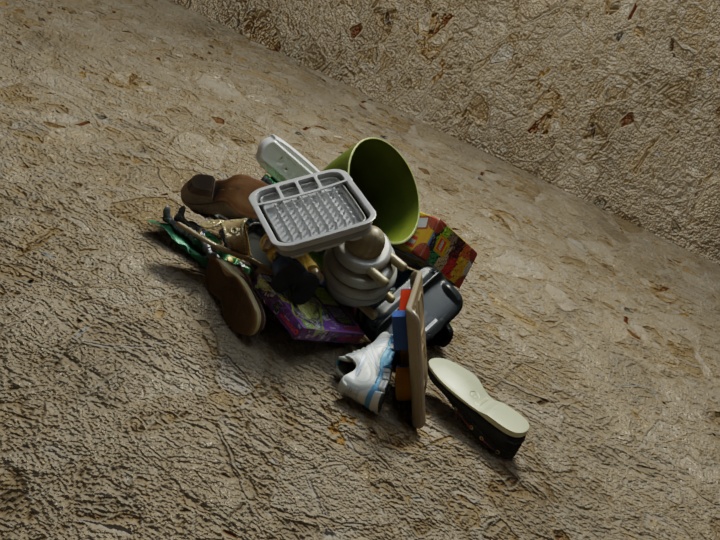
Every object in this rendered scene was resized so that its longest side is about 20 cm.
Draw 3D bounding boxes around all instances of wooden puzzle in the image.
[{"bbox_3d":[0.076,0.117,1.490,0.045,0.189,0.200,-2,18,5],"label":"wooden puzzle"}]

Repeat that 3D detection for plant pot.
[{"bbox_3d":[-0.028,-0.112,1.715,0.186,0.198,0.190,20,61,-43],"label":"plant pot"}]

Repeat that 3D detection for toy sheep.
[{"bbox_3d":[0.000,0.000,1.578,0.135,0.201,0.139,9,48,-10],"label":"toy sheep"}]

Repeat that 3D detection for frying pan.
[{"bbox_3d":[-0.185,-0.031,1.672,0.189,0.031,0.117,6,60,-61],"label":"frying pan"}]

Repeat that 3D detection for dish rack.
[{"bbox_3d":[-0.076,-0.085,1.514,0.169,0.044,0.200,-16,33,-12],"label":"dish rack"}]

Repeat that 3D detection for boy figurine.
[{"bbox_3d":[-0.108,-0.024,1.551,0.124,0.065,0.201,35,21,-23],"label":"boy figurine"}]

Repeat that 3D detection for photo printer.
[{"bbox_3d":[-0.134,-0.198,1.924,0.166,0.070,0.200,40,3,-12],"label":"photo printer"}]

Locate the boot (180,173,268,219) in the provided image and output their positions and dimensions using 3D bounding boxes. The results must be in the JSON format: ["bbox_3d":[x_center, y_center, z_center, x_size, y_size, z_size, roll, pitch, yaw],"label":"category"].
[{"bbox_3d":[-0.225,-0.119,1.724,0.197,0.071,0.146,20,-16,-1],"label":"boot"}]

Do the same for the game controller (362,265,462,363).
[{"bbox_3d":[0.092,0.073,1.649,0.105,0.042,0.199,49,55,2],"label":"game controller"}]

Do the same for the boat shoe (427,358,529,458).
[{"bbox_3d":[0.173,0.212,1.508,0.073,0.064,0.201,-14,44,-44],"label":"boat shoe"}]

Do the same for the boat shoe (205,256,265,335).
[{"bbox_3d":[-0.182,0.039,1.527,0.071,0.073,0.200,9,19,-33],"label":"boat shoe"}]

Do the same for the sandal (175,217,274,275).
[{"bbox_3d":[-0.195,-0.050,1.587,0.210,0.070,0.078,32,-1,-5],"label":"sandal"}]

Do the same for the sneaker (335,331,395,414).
[{"bbox_3d":[0.007,0.141,1.488,0.085,0.076,0.200,18,20,1],"label":"sneaker"}]

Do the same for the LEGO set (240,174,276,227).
[{"bbox_3d":[-0.172,-0.102,1.872,0.153,0.116,0.200,40,4,-13],"label":"LEGO set"}]

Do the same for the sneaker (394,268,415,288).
[{"bbox_3d":[0.056,0.021,1.834,0.197,0.067,0.078,14,13,-30],"label":"sneaker"}]

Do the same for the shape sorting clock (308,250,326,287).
[{"bbox_3d":[-0.039,-0.005,1.754,0.196,0.040,0.201,0,28,0],"label":"shape sorting clock"}]

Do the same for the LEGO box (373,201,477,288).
[{"bbox_3d":[0.096,-0.057,1.798,0.199,0.078,0.148,24,-8,43],"label":"LEGO box"}]

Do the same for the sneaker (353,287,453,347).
[{"bbox_3d":[0.084,0.088,1.697,0.197,0.075,0.088,16,20,-25],"label":"sneaker"}]

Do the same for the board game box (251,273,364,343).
[{"bbox_3d":[-0.080,0.064,1.549,0.120,0.032,0.199,45,14,26],"label":"board game box"}]

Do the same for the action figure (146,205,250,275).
[{"bbox_3d":[-0.262,-0.044,1.669,0.199,0.055,0.118,37,23,23],"label":"action figure"}]
